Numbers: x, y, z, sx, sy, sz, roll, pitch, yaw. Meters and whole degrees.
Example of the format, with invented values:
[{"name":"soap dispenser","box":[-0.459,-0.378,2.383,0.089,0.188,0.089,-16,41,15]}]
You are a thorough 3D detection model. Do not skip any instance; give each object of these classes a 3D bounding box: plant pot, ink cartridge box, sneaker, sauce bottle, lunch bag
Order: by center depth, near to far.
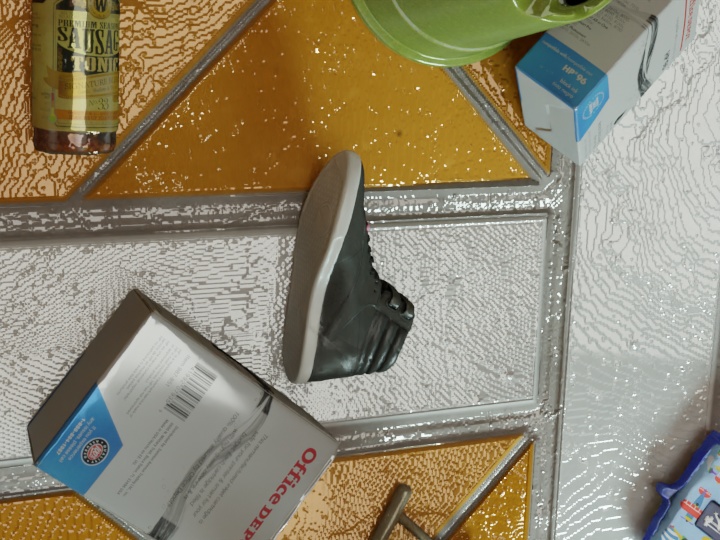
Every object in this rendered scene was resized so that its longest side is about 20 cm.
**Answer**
[{"name":"sauce bottle","box":[-0.206,-0.185,0.801,0.066,0.066,0.201,-3,105,-21]},{"name":"plant pot","box":[0.109,-0.250,0.845,0.199,0.190,0.202,-6,105,-21]},{"name":"ink cartridge box","box":[-0.140,0.134,0.893,0.200,0.084,0.145,39,86,-25]},{"name":"sneaker","box":[0.000,0.000,0.930,0.099,0.071,0.201,4,107,-24]},{"name":"ink cartridge box","box":[0.223,-0.200,0.939,0.200,0.068,0.116,-48,159,-5]},{"name":"lunch bag","box":[0.382,0.269,1.147,0.199,0.094,0.151,34,90,-13]}]

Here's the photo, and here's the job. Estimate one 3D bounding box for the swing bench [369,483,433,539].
[{"name":"swing bench","box":[0.043,0.325,0.950,0.200,0.199,0.130,-47,115,-5]}]
